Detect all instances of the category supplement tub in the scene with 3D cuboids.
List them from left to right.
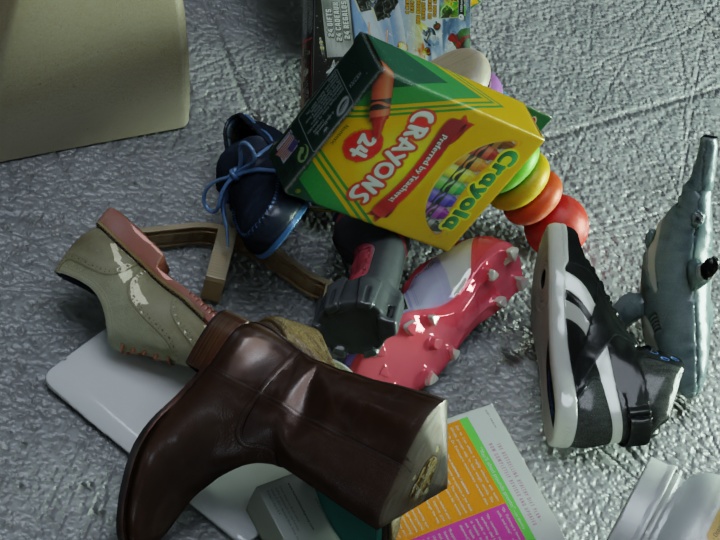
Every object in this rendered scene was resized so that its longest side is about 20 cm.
[{"bbox_3d":[0.261,0.229,1.446,0.200,0.145,0.145,28,45,9],"label":"supplement tub"}]

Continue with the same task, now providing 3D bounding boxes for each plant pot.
[{"bbox_3d":[-0.250,-0.231,1.699,0.200,0.177,0.200,-13,52,-29],"label":"plant pot"}]

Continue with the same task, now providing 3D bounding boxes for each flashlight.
[{"bbox_3d":[0.000,0.000,1.599,0.068,0.068,0.200,36,26,-9],"label":"flashlight"}]

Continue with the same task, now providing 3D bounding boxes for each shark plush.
[{"bbox_3d":[0.270,-0.004,1.659,0.091,0.200,0.083,16,11,-18],"label":"shark plush"}]

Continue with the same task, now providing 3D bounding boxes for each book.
[{"bbox_3d":[0.038,0.185,1.484,0.200,0.048,0.134,-15,61,-30],"label":"book"}]

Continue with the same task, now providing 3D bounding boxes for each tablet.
[{"bbox_3d":[-0.118,0.105,1.534,0.200,0.014,0.130,37,47,18],"label":"tablet"}]

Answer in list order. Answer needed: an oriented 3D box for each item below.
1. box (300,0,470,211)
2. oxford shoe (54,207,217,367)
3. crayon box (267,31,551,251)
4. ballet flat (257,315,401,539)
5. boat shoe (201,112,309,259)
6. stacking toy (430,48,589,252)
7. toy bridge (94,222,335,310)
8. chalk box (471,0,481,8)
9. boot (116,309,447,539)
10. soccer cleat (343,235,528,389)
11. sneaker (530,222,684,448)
[{"bbox_3d":[0.020,-0.146,1.724,0.137,0.040,0.200,3,86,-17],"label":"box"},{"bbox_3d":[-0.143,0.046,1.542,0.074,0.071,0.200,-42,71,-9],"label":"oxford shoe"},{"bbox_3d":[0.047,-0.090,1.584,0.200,0.127,0.051,18,33,-37],"label":"crayon box"},{"bbox_3d":[-0.011,0.113,1.465,0.072,0.068,0.200,-6,52,-44],"label":"ballet flat"},{"bbox_3d":[-0.088,-0.067,1.637,0.069,0.084,0.200,41,7,-18],"label":"boat shoe"},{"bbox_3d":[0.116,-0.083,1.701,0.200,0.085,0.085,49,35,-29],"label":"stacking toy"},{"bbox_3d":[-0.111,-0.006,1.634,0.200,0.027,0.067,15,42,-4],"label":"toy bridge"},{"bbox_3d":[-0.006,-0.294,1.848,0.124,0.125,0.200,-36,57,8],"label":"chalk box"},{"bbox_3d":[-0.050,0.139,1.400,0.200,0.187,0.064,24,-2,25],"label":"boot"},{"bbox_3d":[0.048,0.037,1.632,0.076,0.067,0.200,9,39,46],"label":"soccer cleat"},{"bbox_3d":[0.196,0.055,1.644,0.112,0.073,0.200,5,55,-7],"label":"sneaker"}]
